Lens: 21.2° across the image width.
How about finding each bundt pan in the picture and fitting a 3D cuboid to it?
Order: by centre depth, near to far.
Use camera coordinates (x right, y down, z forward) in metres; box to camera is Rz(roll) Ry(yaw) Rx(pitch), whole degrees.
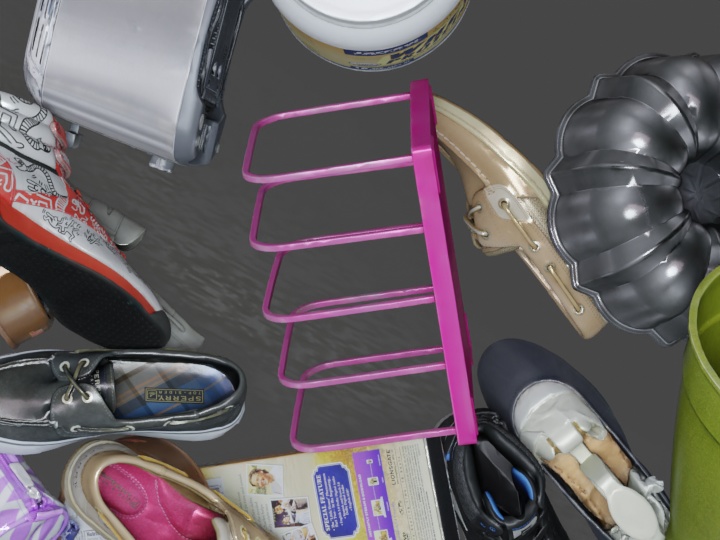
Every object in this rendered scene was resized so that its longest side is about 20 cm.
[{"bbox_3d":[0.225,-0.052,1.268,0.200,0.076,0.204,2,84,-17],"label":"bundt pan"}]

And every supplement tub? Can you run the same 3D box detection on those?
[{"bbox_3d":[0.005,-0.209,1.246,0.143,0.200,0.146,0,90,2],"label":"supplement tub"}]

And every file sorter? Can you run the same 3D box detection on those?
[{"bbox_3d":[0.000,0.000,1.248,0.124,0.139,0.202,-8,112,5],"label":"file sorter"}]

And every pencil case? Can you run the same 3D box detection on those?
[{"bbox_3d":[-0.275,0.113,1.292,0.200,0.084,0.086,51,135,17],"label":"pencil case"}]

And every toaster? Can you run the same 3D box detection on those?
[{"bbox_3d":[-0.144,-0.173,1.297,0.128,0.114,0.202,15,92,4],"label":"toaster"}]

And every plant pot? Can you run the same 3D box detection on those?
[{"bbox_3d":[0.277,0.125,1.206,0.199,0.201,0.194,13,128,2],"label":"plant pot"}]

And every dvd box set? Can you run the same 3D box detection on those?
[{"bbox_3d":[-0.028,0.192,1.295,0.199,0.029,0.148,-12,90,25],"label":"dvd box set"}]

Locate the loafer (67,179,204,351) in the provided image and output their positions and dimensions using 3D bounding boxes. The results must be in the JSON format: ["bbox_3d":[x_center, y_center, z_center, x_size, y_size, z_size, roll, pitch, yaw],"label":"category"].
[{"bbox_3d":[-0.180,-0.016,1.324,0.069,0.070,0.201,-32,95,-5],"label":"loafer"}]

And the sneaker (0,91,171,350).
[{"bbox_3d":[-0.192,-0.036,1.251,0.067,0.109,0.201,-26,131,36],"label":"sneaker"}]

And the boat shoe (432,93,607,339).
[{"bbox_3d":[0.103,-0.038,1.307,0.200,0.071,0.065,44,91,0],"label":"boat shoe"}]

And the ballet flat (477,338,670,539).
[{"bbox_3d":[0.155,0.127,1.307,0.073,0.073,0.200,-39,88,2],"label":"ballet flat"}]

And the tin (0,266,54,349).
[{"bbox_3d":[-0.264,-0.044,1.303,0.042,0.112,0.201,-27,90,-8],"label":"tin"}]

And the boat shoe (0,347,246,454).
[{"bbox_3d":[-0.170,0.078,1.257,0.198,0.057,0.069,-1,67,-16],"label":"boat shoe"}]

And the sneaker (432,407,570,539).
[{"bbox_3d":[0.108,0.187,1.283,0.073,0.112,0.201,-30,89,-6],"label":"sneaker"}]

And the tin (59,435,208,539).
[{"bbox_3d":[-0.146,0.214,1.308,0.111,0.042,0.202,-9,90,23],"label":"tin"}]

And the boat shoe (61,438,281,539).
[{"bbox_3d":[-0.101,0.179,1.229,0.199,0.069,0.074,33,78,-14],"label":"boat shoe"}]
